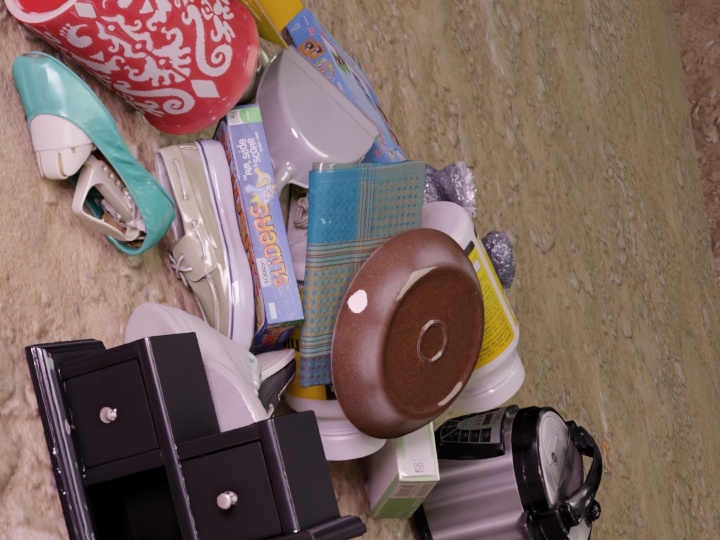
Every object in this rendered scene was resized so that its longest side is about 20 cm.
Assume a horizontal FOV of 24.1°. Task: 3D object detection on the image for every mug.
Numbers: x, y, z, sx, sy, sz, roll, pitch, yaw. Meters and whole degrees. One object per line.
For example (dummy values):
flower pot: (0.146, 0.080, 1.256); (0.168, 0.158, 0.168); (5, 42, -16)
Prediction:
mug: (-0.211, -0.220, 1.430); (0.200, 0.177, 0.134); (31, 85, -53)

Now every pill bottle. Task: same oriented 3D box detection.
pill bottle: (0.091, 0.041, 1.682); (0.113, 0.112, 0.200); (-74, 143, -53)
pill bottle: (-0.024, 0.073, 1.605); (0.111, 0.111, 0.201); (-47, 134, -65)

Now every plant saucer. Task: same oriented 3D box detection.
plant saucer: (0.055, 0.062, 1.547); (0.200, 0.037, 0.201); (-16, 113, -43)

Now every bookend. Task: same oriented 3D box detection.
bookend: (-0.123, 0.127, 1.249); (0.092, 0.199, 0.200); (-2, 77, -67)

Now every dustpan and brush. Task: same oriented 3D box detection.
dustpan and brush: (-0.064, -0.117, 1.670); (0.140, 0.057, 0.200); (42, 36, -18)

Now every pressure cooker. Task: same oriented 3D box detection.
pressure cooker: (0.173, 0.241, 1.864); (0.179, 0.199, 0.177); (32, 47, -58)

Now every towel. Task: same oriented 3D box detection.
towel: (0.000, 0.000, 1.519); (0.146, 0.022, 0.201); (-4, 102, -47)

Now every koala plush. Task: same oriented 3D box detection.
koala plush: (0.063, -0.031, 1.790); (0.184, 0.177, 0.201); (-65, 154, -49)

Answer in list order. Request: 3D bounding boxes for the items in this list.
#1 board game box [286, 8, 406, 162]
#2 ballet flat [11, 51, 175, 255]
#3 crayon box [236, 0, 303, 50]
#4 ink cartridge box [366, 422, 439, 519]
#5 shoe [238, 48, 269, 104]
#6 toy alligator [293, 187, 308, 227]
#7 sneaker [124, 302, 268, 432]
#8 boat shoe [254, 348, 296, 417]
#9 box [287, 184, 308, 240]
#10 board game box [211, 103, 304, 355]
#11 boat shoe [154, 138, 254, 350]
board game box: (-0.006, -0.178, 1.873); (0.151, 0.037, 0.200); (43, 18, -53)
ballet flat: (-0.218, -0.085, 1.353); (0.200, 0.067, 0.071); (53, 44, -36)
crayon box: (-0.133, -0.285, 1.545); (0.200, 0.051, 0.127); (34, -14, 46)
ink cartridge box: (0.033, 0.138, 1.715); (0.146, 0.048, 0.201); (114, -27, -65)
shoe: (-0.128, -0.203, 1.657); (0.200, 0.053, 0.070); (-14, 88, -68)
toy alligator: (-0.067, -0.140, 1.748); (0.054, 0.059, 0.201); (47, 34, -47)
sneaker: (-0.105, 0.096, 1.358); (0.088, 0.075, 0.200); (6, 36, -47)
boat shoe: (-0.106, 0.123, 1.456); (0.061, 0.074, 0.200); (69, 25, -10)
box: (-0.050, -0.049, 1.753); (0.041, 0.039, 0.201); (51, 31, -42)
board game box: (-0.099, -0.034, 1.533); (0.135, 0.034, 0.201); (129, -50, -70)
boat shoe: (-0.141, -0.018, 1.499); (0.072, 0.062, 0.201); (141, -61, -65)
